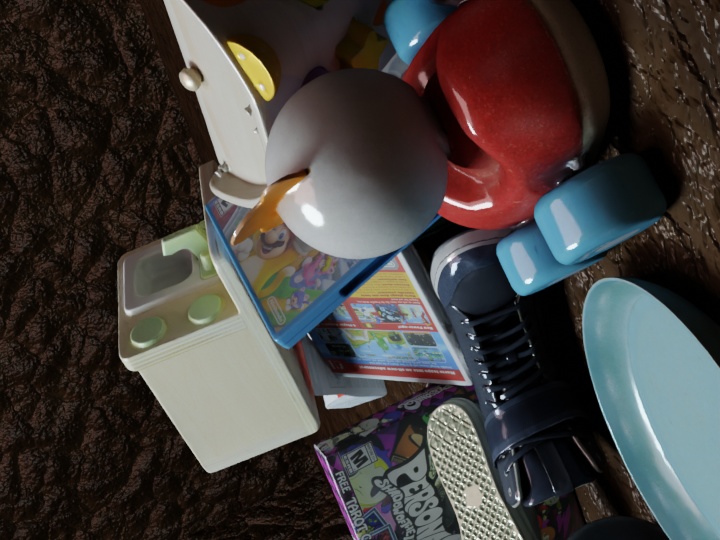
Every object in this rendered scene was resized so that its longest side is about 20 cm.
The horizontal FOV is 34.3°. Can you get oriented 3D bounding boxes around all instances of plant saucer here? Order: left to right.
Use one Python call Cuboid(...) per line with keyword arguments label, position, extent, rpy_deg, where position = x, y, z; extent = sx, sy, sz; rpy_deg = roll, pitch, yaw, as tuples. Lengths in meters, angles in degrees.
Cuboid(label="plant saucer", position=(0.180, 0.091, 0.615), extent=(0.200, 0.027, 0.202), rpy_deg=(156, 91, -81))

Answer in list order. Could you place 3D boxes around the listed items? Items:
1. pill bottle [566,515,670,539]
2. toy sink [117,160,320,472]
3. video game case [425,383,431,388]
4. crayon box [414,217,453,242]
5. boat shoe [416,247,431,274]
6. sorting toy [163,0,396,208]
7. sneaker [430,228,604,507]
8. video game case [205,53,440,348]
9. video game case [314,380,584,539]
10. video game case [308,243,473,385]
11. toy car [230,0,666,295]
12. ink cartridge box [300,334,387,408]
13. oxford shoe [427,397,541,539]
Cuboid(label="pill bottle", position=(0.177, 0.255, 0.770), extent=(0.112, 0.111, 0.201), rpy_deg=(55, 166, 47))
Cuboid(label="toy sink", position=(-0.124, 0.039, 0.929), extent=(0.131, 0.111, 0.201), rpy_deg=(-107, -5, -50))
Cuboid(label="video game case", position=(0.102, 0.182, 1.044), extent=(0.182, 0.023, 0.202), rpy_deg=(-62, -47, -67))
Cuboid(label="crayon box", position=(0.009, -0.117, 0.950), extent=(0.119, 0.058, 0.202), rpy_deg=(156, 90, -81))
Cuboid(label="boat shoe", position=(0.033, 0.028, 1.153), extent=(0.200, 0.067, 0.072), rpy_deg=(100, 145, -77))
Cuboid(label="sorting toy", position=(-0.023, -0.149, 0.712), extent=(0.106, 0.180, 0.201), rpy_deg=(33, 155, 30))
Cuboid(label="sneaker", position=(0.107, 0.069, 0.768), extent=(0.203, 0.076, 0.147), rpy_deg=(63, -172, -57))
Cuboid(label="video game case", position=(-0.006, -0.062, 0.777), extent=(0.018, 0.200, 0.144), rpy_deg=(39, -166, -48))
Cuboid(label="video game case", position=(0.080, 0.188, 0.931), extent=(0.202, 0.180, 0.036), rpy_deg=(69, 166, -15))
Cuboid(label="video game case", position=(-0.007, 0.009, 0.884), extent=(0.142, 0.018, 0.201), rpy_deg=(0, 132, 39))
Cuboid(label="toy car", position=(0.019, -0.060, 0.612), extent=(0.177, 0.198, 0.186), rpy_deg=(117, 128, -78))
Cuboid(label="ink cartridge box", position=(-0.043, 0.042, 1.047), extent=(0.200, 0.047, 0.162), rpy_deg=(16, -123, -71))
Cuboid(label="oxford shoe", position=(0.106, 0.189, 0.855), extent=(0.075, 0.057, 0.202), rpy_deg=(-27, 73, 38))
